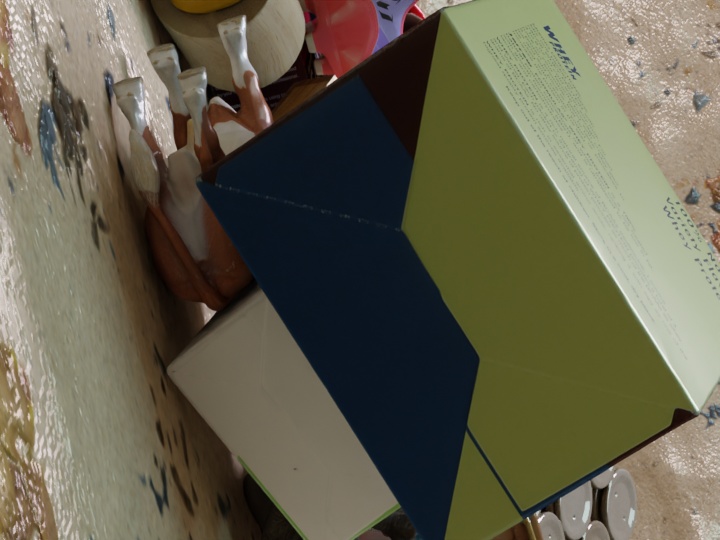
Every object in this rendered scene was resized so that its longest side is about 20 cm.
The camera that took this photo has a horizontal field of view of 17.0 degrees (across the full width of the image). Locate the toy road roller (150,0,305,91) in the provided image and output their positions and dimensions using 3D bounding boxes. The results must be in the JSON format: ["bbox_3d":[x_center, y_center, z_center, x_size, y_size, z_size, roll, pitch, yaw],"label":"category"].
[{"bbox_3d":[-0.046,-0.211,1.300,0.123,0.145,0.201,58,20,-70],"label":"toy road roller"}]

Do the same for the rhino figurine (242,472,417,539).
[{"bbox_3d":[-0.018,0.120,1.199,0.060,0.087,0.200,-60,-179,12],"label":"rhino figurine"}]

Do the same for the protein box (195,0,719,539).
[{"bbox_3d":[0.059,-0.007,1.086,0.199,0.135,0.200,57,19,0],"label":"protein box"}]

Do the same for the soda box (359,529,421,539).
[{"bbox_3d":[0.029,0.088,1.442,0.064,0.068,0.200,104,-5,-53],"label":"soda box"}]

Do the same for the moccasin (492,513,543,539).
[{"bbox_3d":[0.101,0.179,1.270,0.202,0.078,0.074,60,4,-31],"label":"moccasin"}]

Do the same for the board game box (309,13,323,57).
[{"bbox_3d":[-0.023,-0.168,1.585,0.166,0.057,0.200,81,-13,-56],"label":"board game box"}]

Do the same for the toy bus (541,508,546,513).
[{"bbox_3d":[0.063,0.221,1.515,0.192,0.135,0.201,29,49,-64],"label":"toy bus"}]

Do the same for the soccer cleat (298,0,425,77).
[{"bbox_3d":[0.017,-0.115,1.422,0.200,0.076,0.067,64,14,-63],"label":"soccer cleat"}]

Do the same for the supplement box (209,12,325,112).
[{"bbox_3d":[-0.044,-0.079,1.440,0.109,0.061,0.201,-91,165,-64],"label":"supplement box"}]

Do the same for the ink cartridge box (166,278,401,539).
[{"bbox_3d":[-0.009,0.044,1.161,0.117,0.067,0.200,51,19,-4],"label":"ink cartridge box"}]

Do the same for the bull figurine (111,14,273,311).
[{"bbox_3d":[-0.067,-0.049,1.151,0.200,0.065,0.122,-83,156,-74],"label":"bull figurine"}]

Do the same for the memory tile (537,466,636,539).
[{"bbox_3d":[0.120,0.123,1.486,0.153,0.017,0.200,-57,136,-45],"label":"memory tile"}]

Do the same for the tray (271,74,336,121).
[{"bbox_3d":[0.000,0.000,1.358,0.200,0.037,0.099,56,48,-25],"label":"tray"}]
